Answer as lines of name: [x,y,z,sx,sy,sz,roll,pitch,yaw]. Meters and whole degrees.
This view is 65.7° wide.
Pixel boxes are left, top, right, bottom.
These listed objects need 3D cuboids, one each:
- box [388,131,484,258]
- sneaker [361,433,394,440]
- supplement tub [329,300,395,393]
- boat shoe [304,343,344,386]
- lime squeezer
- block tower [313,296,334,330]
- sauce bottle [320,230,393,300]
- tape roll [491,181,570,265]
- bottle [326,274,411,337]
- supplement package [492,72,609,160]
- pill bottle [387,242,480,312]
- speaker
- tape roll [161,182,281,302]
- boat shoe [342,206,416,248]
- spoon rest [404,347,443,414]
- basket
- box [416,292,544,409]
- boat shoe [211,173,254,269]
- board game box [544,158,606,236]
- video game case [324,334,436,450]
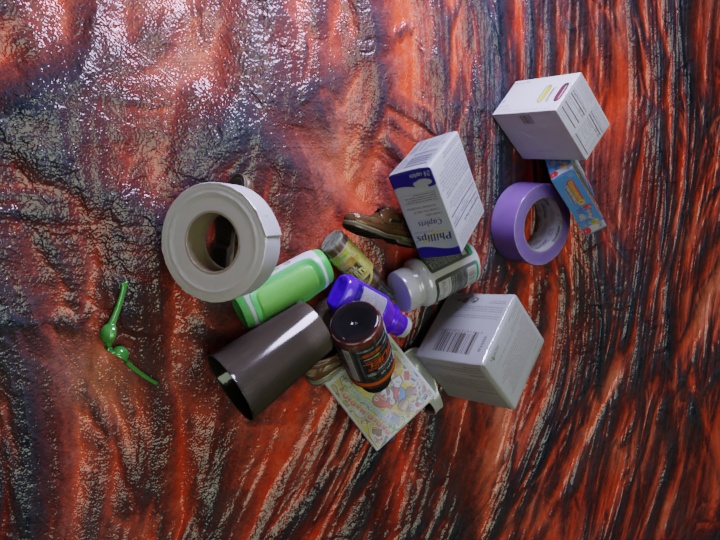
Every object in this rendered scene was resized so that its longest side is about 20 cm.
box: [0.168,-0.160,1.192,0.184,0.103,0.203,-51,124,-46]
sneaker: [0.043,0.290,1.275,0.076,0.070,0.205,3,88,-12]
supplement tub: [0.011,0.160,1.105,0.106,0.107,0.202,-38,139,-18]
boat shoe: [-0.040,0.163,1.190,0.199,0.075,0.073,-38,131,-20]
lime squeezer: [-0.423,0.127,0.995,0.070,0.037,0.204,-35,119,-54]
block tower: [-0.090,0.118,1.171,0.200,0.057,0.054,-43,118,-18]
sauce bottle: [0.000,0.000,1.193,0.200,0.064,0.065,44,78,-28]
tape roll: [0.431,-0.120,1.410,0.196,0.085,0.205,-7,104,-28]
bottle: [0.025,0.082,1.162,0.198,0.065,0.085,29,88,-33]
supplement package: [0.440,-0.353,1.298,0.156,0.199,0.112,43,78,-29]
pill bottle: [0.166,0.011,1.264,0.197,0.113,0.115,-23,111,-24]
speaker: [-0.152,0.034,1.099,0.198,0.088,0.090,-29,113,-22]
tape roll: [-0.241,-0.050,0.970,0.198,0.071,0.207,1,95,14]
boat shoe: [0.045,-0.102,1.194,0.198,0.071,0.069,14,86,-40]
spoon rest: [0.149,0.271,1.339,0.099,0.060,0.202,-40,118,-18]
basket: [-0.161,0.158,1.036,0.199,0.179,0.138,-34,104,-26]
box: [0.279,0.180,1.292,0.172,0.197,0.201,51,59,-28]
boat shoe: [-0.229,-0.078,1.046,0.067,0.071,0.204,4,105,-48]
board game box: [0.527,-0.223,1.391,0.055,0.198,0.200,-27,124,27]
video game case: [0.040,0.256,1.230,0.181,0.023,0.201,-39,88,-11]
